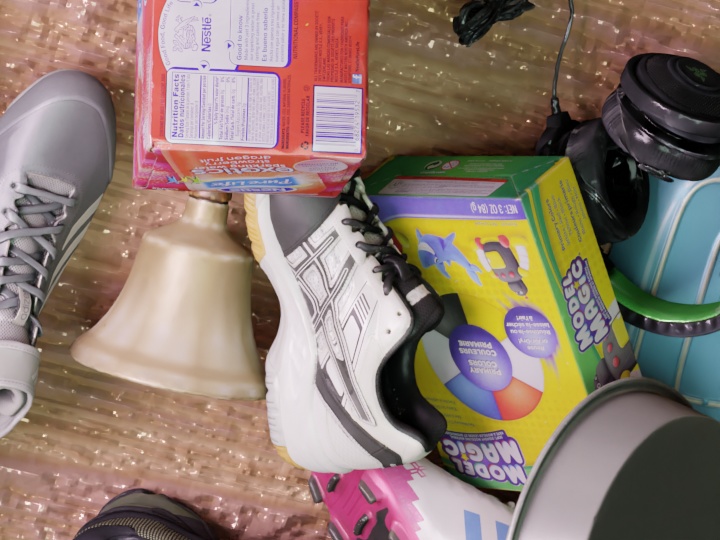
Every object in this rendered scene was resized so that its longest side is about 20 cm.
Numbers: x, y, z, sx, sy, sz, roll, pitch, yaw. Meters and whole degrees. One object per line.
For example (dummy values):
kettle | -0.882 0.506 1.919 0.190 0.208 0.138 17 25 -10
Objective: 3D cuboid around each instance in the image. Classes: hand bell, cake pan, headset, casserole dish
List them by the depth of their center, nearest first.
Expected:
cake pan | 0.136 0.152 1.445 0.200 0.037 0.200 -13 107 -50
headset | 0.124 -0.056 1.450 0.124 0.094 0.200 -39 85 34
hand bell | -0.073 -0.046 1.456 0.104 0.104 0.200 10 97 -12
casserole dish | 0.185 0.018 1.532 0.121 0.039 0.200 10 109 -13

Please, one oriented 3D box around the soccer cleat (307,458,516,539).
soccer cleat | 0.056 0.141 1.512 0.086 0.200 0.070 -29 154 -32

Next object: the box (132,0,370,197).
box | -0.050 -0.139 1.358 0.100 0.095 0.200 2 80 -9

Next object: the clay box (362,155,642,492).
clay box | 0.077 0.040 1.485 0.048 0.115 0.200 -39 119 -39

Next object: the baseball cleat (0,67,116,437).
baseball cleat | -0.162 0.005 1.438 0.070 0.106 0.200 14 114 -28

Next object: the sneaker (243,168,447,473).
sneaker | 0.000 0.000 1.439 0.088 0.076 0.200 1 109 26

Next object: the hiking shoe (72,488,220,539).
hiking shoe | -0.062 0.176 1.485 0.200 0.101 0.076 18 108 19
